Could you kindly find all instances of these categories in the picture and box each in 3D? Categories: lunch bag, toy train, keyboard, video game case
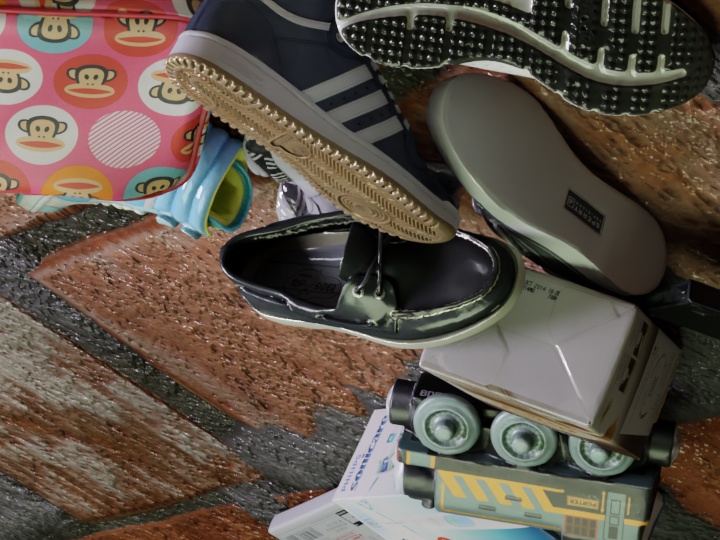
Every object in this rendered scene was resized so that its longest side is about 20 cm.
[{"bbox_3d":[-0.180,-0.124,1.592,0.199,0.082,0.176,4,139,-11],"label":"lunch bag"},{"bbox_3d":[0.114,0.124,1.881,0.199,0.085,0.114,8,121,10],"label":"toy train"},{"bbox_3d":[0.274,0.034,1.654,0.200,0.040,0.104,19,169,-18],"label":"keyboard"},{"bbox_3d":[0.036,0.241,2.351,0.182,0.022,0.200,32,155,-13],"label":"video game case"}]

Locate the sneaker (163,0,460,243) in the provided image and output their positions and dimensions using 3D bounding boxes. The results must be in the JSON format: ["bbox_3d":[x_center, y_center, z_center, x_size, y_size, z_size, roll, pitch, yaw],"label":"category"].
[{"bbox_3d":[-0.007,-0.105,1.564,0.200,0.109,0.070,35,156,-24],"label":"sneaker"}]

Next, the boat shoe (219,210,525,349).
[{"bbox_3d":[0.000,-0.002,1.641,0.199,0.075,0.066,7,162,38],"label":"boat shoe"}]

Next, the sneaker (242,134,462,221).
[{"bbox_3d":[0.001,-0.064,1.690,0.115,0.075,0.200,17,159,16],"label":"sneaker"}]

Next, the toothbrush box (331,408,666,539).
[{"bbox_3d":[0.100,0.168,2.055,0.146,0.085,0.200,39,155,-27],"label":"toothbrush box"}]

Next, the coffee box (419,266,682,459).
[{"bbox_3d":[0.121,0.054,1.723,0.114,0.080,0.200,20,176,17],"label":"coffee box"}]

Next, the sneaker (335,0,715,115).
[{"bbox_3d":[0.090,-0.134,1.477,0.199,0.074,0.080,14,-165,6],"label":"sneaker"}]

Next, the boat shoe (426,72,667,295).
[{"bbox_3d":[0.096,-0.047,1.637,0.068,0.072,0.200,-4,150,47],"label":"boat shoe"}]

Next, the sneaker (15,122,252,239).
[{"bbox_3d":[-0.146,-0.056,1.847,0.130,0.080,0.200,33,157,-13],"label":"sneaker"}]
